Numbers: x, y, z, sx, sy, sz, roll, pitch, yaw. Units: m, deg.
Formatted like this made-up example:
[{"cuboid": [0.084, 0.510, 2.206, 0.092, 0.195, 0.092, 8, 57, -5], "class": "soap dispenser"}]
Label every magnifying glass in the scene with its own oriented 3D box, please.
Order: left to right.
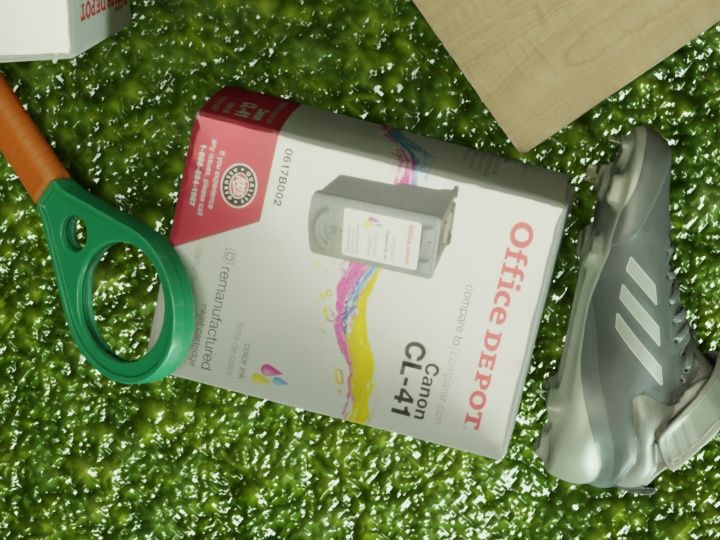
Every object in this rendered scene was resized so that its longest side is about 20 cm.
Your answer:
[{"cuboid": [-0.151, -0.026, 1.123, 0.200, 0.022, 0.080, 53, 124, 21], "class": "magnifying glass"}]

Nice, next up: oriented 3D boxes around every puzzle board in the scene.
[{"cuboid": [0.123, -0.177, 1.099, 0.200, 0.017, 0.151, -34, 95, 13], "class": "puzzle board"}]

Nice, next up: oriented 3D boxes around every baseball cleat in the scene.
[{"cuboid": [0.156, 0.023, 1.123, 0.106, 0.070, 0.201, 12, 114, -2], "class": "baseball cleat"}]

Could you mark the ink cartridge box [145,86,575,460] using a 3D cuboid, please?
[{"cuboid": [0.000, 0.000, 1.122, 0.199, 0.086, 0.148, 14, 104, 6], "class": "ink cartridge box"}]

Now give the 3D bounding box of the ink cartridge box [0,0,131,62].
[{"cuboid": [-0.171, -0.211, 1.063, 0.084, 0.145, 0.201, 1, 103, 6], "class": "ink cartridge box"}]
